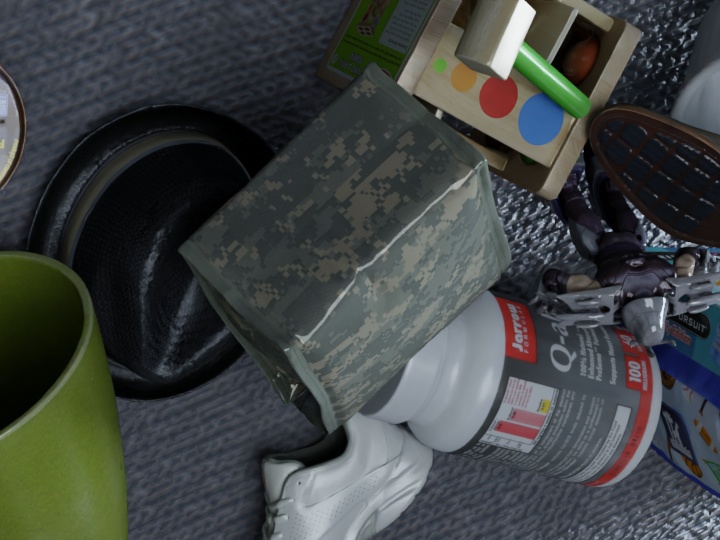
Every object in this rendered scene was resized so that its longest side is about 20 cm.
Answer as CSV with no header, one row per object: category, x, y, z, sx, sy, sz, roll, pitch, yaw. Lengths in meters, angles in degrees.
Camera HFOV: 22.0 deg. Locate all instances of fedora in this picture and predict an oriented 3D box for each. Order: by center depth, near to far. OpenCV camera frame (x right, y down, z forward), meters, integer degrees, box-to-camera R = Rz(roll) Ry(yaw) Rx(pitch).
fedora,-0.117,-0.002,1.176,0.199,0.092,0.203,-6,107,-20

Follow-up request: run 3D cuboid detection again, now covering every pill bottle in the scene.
pill bottle,0.099,0.076,1.276,0.198,0.116,0.117,15,99,-26

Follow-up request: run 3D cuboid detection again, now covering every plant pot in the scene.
plant pot,-0.219,0.125,1.133,0.186,0.187,0.201,-29,129,-12

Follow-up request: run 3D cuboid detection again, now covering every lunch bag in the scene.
lunch bag,0.000,0.000,1.112,0.164,0.117,0.200,-44,155,-10
lunch bag,0.289,0.110,1.337,0.199,0.170,0.124,30,94,-29

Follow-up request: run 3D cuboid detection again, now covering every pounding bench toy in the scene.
pounding bench toy,0.095,-0.128,1.168,0.155,0.200,0.125,27,94,-26

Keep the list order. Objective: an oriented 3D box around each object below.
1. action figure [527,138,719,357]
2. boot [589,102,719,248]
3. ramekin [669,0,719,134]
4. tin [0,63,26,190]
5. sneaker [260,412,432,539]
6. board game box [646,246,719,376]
action figure,0.170,-0.014,1.232,0.129,0.201,0.070,0,133,-14
boot,0.237,-0.067,1.205,0.199,0.097,0.075,30,128,-11
ramekin,0.315,-0.120,1.267,0.200,0.200,0.098,36,50,-27
tin,-0.302,-0.087,1.107,0.198,0.042,0.113,0,101,-22
sneaker,-0.043,0.174,1.279,0.099,0.078,0.201,38,80,-20
board game box,0.281,0.031,1.291,0.150,0.200,0.047,1,106,-23
